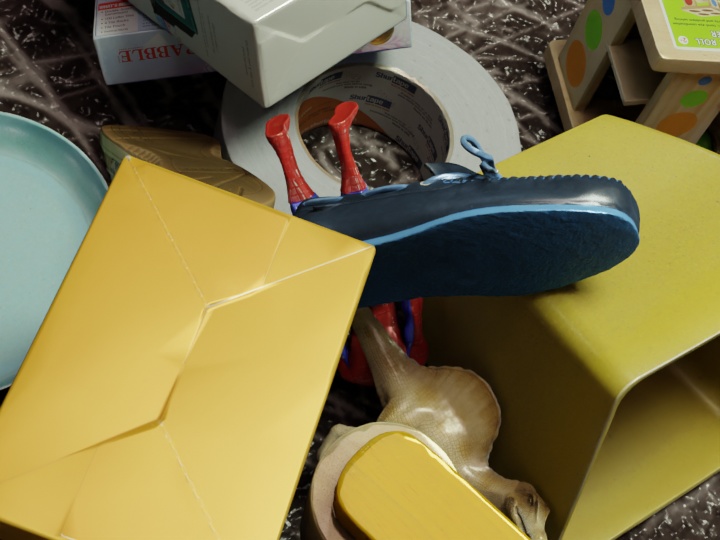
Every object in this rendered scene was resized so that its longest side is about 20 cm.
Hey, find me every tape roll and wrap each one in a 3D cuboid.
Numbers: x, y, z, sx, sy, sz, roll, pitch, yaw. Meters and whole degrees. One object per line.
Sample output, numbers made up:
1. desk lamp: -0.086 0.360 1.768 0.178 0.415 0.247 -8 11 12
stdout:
1. tape roll: 0.002 -0.075 0.919 0.200 0.066 0.201 7 57 -11

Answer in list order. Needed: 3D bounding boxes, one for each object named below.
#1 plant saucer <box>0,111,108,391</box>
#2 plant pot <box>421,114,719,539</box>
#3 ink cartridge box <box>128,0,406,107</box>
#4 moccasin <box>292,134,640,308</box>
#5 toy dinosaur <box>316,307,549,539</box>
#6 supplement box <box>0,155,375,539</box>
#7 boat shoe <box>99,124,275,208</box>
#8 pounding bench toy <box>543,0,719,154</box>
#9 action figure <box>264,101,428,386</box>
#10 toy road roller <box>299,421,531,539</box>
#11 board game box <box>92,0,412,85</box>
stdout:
1. plant saucer: -0.240 -0.007 0.819 0.199 0.027 0.201 1 60 -2
2. plant pot: 0.142 0.028 0.828 0.200 0.200 0.176 -26 57 -27
3. ink cartridge box: -0.080 -0.197 0.850 0.116 0.067 0.200 -35 56 -23
4. moccasin: 0.043 -0.031 0.718 0.199 0.081 0.068 -5 51 20
5. toy dinosaur: 0.028 0.087 0.797 0.200 0.101 0.058 51 17 13
6. supplement box: -0.100 0.094 0.705 0.132 0.200 0.198 20 56 -2
7. boat shoe: -0.111 -0.043 0.832 0.073 0.063 0.200 1 19 -24
8. pounding bench toy: 0.251 -0.142 0.972 0.199 0.156 0.125 -1 58 -15
9. action figure: 0.000 0.000 0.817 0.065 0.201 0.052 -10 25 12
10. toy road roller: 0.026 0.183 0.626 0.146 0.123 0.200 -41 76 -20
11. board game box: -0.076 -0.211 0.941 0.199 0.041 0.200 -7 46 -1
